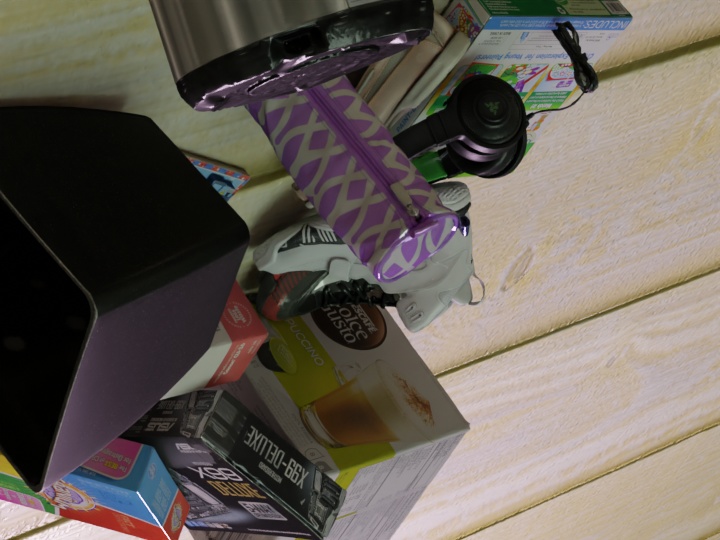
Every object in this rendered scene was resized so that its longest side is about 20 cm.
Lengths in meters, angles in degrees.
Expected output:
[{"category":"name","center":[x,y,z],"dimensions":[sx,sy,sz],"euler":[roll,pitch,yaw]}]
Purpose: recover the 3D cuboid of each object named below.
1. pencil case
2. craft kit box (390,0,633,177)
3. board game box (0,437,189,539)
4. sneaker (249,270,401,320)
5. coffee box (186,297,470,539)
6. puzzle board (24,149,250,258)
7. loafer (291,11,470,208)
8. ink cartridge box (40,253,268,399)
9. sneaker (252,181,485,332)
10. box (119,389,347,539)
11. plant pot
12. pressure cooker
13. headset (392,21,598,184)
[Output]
[{"category":"pencil case","center":[-0.009,-0.083,1.552],"dimensions":[0.084,0.200,0.086],"euler":[-37,162,-10]},{"category":"craft kit box","center":[0.111,-0.159,1.755],"dimensions":[0.199,0.049,0.198],"euler":[-6,140,-47]},{"category":"board game box","center":[-0.254,0.167,1.709],"dimensions":[0.153,0.198,0.041],"euler":[73,33,-64]},{"category":"sneaker","center":[0.000,0.000,1.831],"dimensions":[0.199,0.098,0.071],"euler":[-28,157,-12]},{"category":"coffee box","center":[-0.057,0.151,1.902],"dimensions":[0.197,0.200,0.201],"euler":[-14,148,-40]},{"category":"puzzle board","center":[-0.190,-0.040,1.613],"dimensions":[0.151,0.017,0.200],"euler":[-44,154,17]},{"category":"loafer","center":[0.005,-0.136,1.656],"dimensions":[0.200,0.063,0.072],"euler":[-45,-173,26]},{"category":"ink cartridge box","center":[-0.187,0.042,1.605],"dimensions":[0.199,0.117,0.068],"euler":[-13,150,-41]},{"category":"sneaker","center":[0.010,0.000,1.758],"dimensions":[0.198,0.116,0.075],"euler":[-15,-174,11]},{"category":"box","center":[-0.130,0.163,1.728],"dimensions":[0.158,0.199,0.050],"euler":[43,62,-31]},{"category":"plant pot","center":[-0.196,0.000,1.457],"dimensions":[0.177,0.200,0.200],"euler":[-22,148,-38]},{"category":"pressure cooker","center":[-0.056,-0.216,1.269],"dimensions":[0.177,0.202,0.176],"euler":[-18,180,15]},{"category":"headset","center":[0.098,-0.129,1.676],"dimensions":[0.198,0.095,0.124],"euler":[-22,168,1]}]
